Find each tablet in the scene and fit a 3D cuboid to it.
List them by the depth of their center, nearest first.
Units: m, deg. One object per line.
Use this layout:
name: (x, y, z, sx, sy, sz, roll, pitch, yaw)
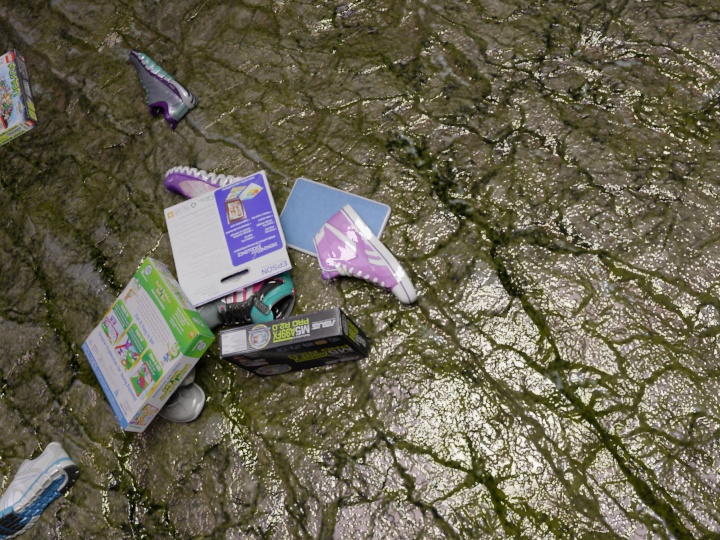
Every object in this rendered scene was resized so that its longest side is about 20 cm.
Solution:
tablet: (-0.054, -0.083, 1.182, 0.197, 0.014, 0.132, 20, 78, 20)

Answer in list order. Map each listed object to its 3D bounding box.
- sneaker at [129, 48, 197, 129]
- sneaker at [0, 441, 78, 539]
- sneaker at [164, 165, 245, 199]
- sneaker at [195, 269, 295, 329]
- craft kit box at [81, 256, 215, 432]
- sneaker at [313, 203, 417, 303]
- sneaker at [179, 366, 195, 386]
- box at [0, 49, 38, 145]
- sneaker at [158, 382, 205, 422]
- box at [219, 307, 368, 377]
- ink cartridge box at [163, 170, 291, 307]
sneaker: (-0.425, -0.373, 1.353, 0.199, 0.074, 0.088, 40, 91, 23)
sneaker: (-0.584, 0.383, 1.158, 0.199, 0.075, 0.087, -42, 56, -6)
sneaker: (-0.285, -0.135, 1.234, 0.196, 0.080, 0.090, 12, 83, 18)
sneaker: (-0.189, 0.072, 1.127, 0.198, 0.084, 0.121, -36, 60, -10)
craft kit box: (-0.348, 0.116, 1.072, 0.199, 0.048, 0.200, -52, 55, 10)
sneaker: (0.000, 0.000, 1.101, 0.114, 0.073, 0.201, -40, 72, -4)
sneaker: (-0.332, 0.116, 1.135, 0.080, 0.075, 0.202, -17, 42, 2)
box: (-0.790, -0.387, 1.481, 0.108, 0.035, 0.203, -26, 67, 6)
sneaker: (-0.359, 0.204, 1.137, 0.196, 0.082, 0.076, 16, 78, 21)
box: (-0.101, 0.118, 1.050, 0.196, 0.160, 0.045, -12, 67, 11)
ink cartridge box: (-0.226, -0.048, 1.133, 0.194, 0.044, 0.203, -20, 65, 2)
